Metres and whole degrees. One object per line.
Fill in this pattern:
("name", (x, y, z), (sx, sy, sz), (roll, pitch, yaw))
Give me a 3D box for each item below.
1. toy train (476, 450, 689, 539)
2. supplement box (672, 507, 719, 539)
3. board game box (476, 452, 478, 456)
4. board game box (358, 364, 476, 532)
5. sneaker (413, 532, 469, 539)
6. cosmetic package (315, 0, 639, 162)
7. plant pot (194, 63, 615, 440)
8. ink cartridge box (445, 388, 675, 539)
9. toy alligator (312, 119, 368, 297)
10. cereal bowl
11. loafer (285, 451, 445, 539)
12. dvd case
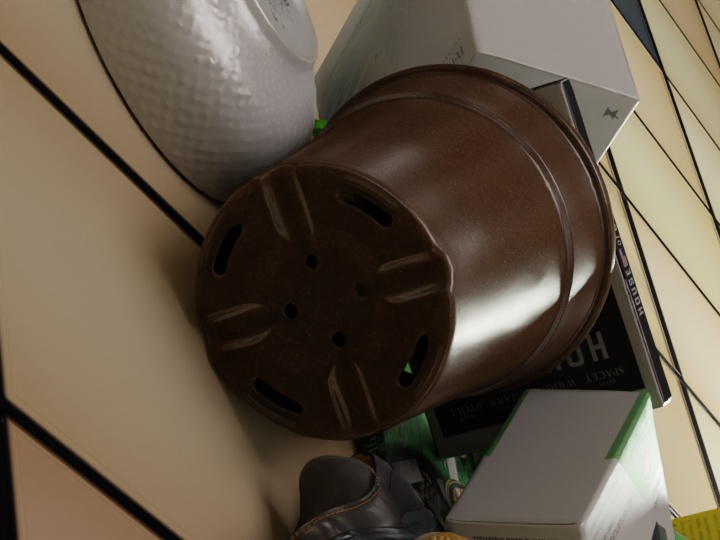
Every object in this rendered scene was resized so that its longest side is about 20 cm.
("toy train", (0.155, 0.156, 1.552), (0.200, 0.042, 0.056), (31, -32, 22))
("supplement box", (0.232, 0.225, 1.623), (0.110, 0.200, 0.109), (-85, 159, -70))
("board game box", (0.102, 0.087, 1.740), (0.200, 0.040, 0.153), (62, 16, 15))
("board game box", (0.039, 0.133, 1.518), (0.105, 0.023, 0.200), (38, 29, -35))
("sneaker", (0.045, 0.217, 1.310), (0.076, 0.088, 0.200), (-45, 126, -35))
("cosmetic package", (0.068, -0.118, 1.657), (0.123, 0.199, 0.200), (13, 40, -22))
("plant pot", (0.016, -0.004, 1.405), (0.200, 0.200, 0.198), (63, 27, 0))
("ink cartridge box", (0.126, 0.189, 1.458), (0.146, 0.084, 0.200), (-54, 137, -53))
("toy alligator", (0.000, 0.000, 1.576), (0.200, 0.054, 0.059), (63, 18, -21))
("cereal bowl", (-0.084, -0.146, 1.492), (0.200, 0.083, 0.200), (53, 20, -28))
("loafer", (-0.011, 0.133, 1.326), (0.072, 0.073, 0.200), (57, 6, 10))
("dvd case", (0.085, 0.001, 1.500), (0.025, 0.150, 0.200), (-29, 102, -64))
